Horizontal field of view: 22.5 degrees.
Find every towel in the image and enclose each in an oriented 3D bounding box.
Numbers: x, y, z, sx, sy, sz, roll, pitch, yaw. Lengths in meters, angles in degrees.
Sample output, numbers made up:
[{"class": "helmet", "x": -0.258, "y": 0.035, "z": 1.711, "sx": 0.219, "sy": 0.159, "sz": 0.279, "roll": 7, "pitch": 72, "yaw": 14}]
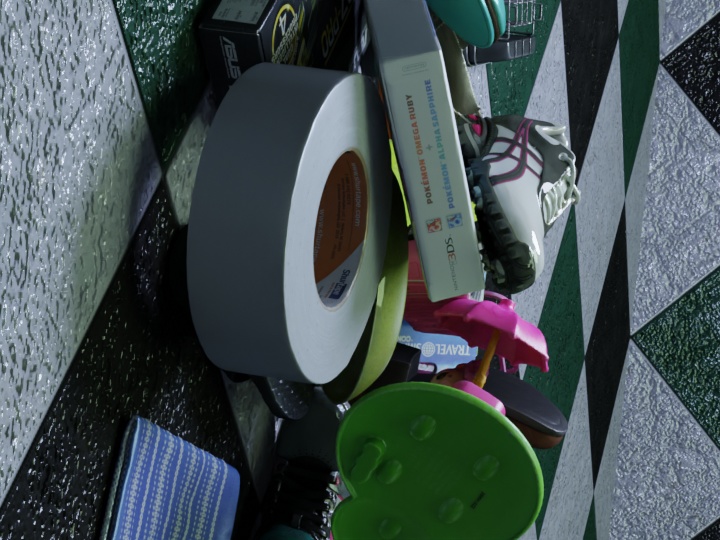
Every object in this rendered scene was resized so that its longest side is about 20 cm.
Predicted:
[{"class": "towel", "x": -0.124, "y": 0.183, "z": 1.187, "sx": 0.200, "sy": 0.024, "sz": 0.145, "roll": 48, "pitch": 50, "yaw": -69}]

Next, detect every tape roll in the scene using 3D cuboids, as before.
[{"class": "tape roll", "x": -0.041, "y": -0.030, "z": 1.158, "sx": 0.200, "sy": 0.066, "sz": 0.201, "roll": 9, "pitch": 90, "yaw": -71}]

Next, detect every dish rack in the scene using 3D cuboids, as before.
[{"class": "dish rack", "x": 0.153, "y": -0.314, "z": 1.884, "sx": 0.153, "sy": 0.054, "sz": 0.201, "roll": -31, "pitch": 124, "yaw": -72}]

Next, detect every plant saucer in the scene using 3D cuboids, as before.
[{"class": "plant saucer", "x": 0.000, "y": 0.000, "z": 1.344, "sx": 0.200, "sy": 0.031, "sz": 0.201, "roll": -176, "pitch": -90, "yaw": -75}]

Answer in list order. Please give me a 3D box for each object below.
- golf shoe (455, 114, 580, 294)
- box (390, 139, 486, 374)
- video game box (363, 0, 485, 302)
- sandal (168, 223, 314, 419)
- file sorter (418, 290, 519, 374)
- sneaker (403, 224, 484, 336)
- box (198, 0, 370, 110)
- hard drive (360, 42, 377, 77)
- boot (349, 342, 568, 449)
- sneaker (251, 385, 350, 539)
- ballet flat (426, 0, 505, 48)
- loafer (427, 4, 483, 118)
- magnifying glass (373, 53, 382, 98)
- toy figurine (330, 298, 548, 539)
[{"class": "golf shoe", "x": 0.116, "y": -0.058, "z": 1.282, "sx": 0.200, "sy": 0.088, "sz": 0.077, "roll": -98, "pitch": 179, "yaw": -56}, {"class": "box", "x": 0.045, "y": -0.007, "z": 1.519, "sx": 0.048, "sy": 0.122, "sz": 0.201, "roll": -163, "pitch": -102, "yaw": -65}, {"class": "video game box", "x": 0.040, "y": -0.106, "z": 1.261, "sx": 0.200, "sy": 0.047, "sz": 0.183, "roll": -100, "pitch": 179, "yaw": -60}, {"class": "sandal", "x": -0.084, "y": 0.033, "z": 1.239, "sx": 0.201, "sy": 0.048, "sz": 0.075, "roll": 56, "pitch": 43, "yaw": -47}, {"class": "file sorter", "x": 0.061, "y": 0.125, "z": 1.612, "sx": 0.139, "sy": 0.125, "sz": 0.200, "roll": 76, "pitch": 26, "yaw": -51}, {"class": "sneaker", "x": 0.058, "y": -0.009, "z": 1.417, "sx": 0.200, "sy": 0.074, "sz": 0.088, "roll": 50, "pitch": 42, "yaw": -70}, {"class": "box", "x": -0.047, "y": -0.167, "z": 1.264, "sx": 0.161, "sy": 0.049, "sz": 0.200, "roll": 84, "pitch": 21, "yaw": -45}, {"class": "hard drive", "x": 0.010, "y": -0.266, "z": 1.447, "sx": 0.200, "sy": 0.033, "sz": 0.140, "roll": 66, "pitch": 34, "yaw": -60}, {"class": "boot", "x": 0.060, "y": 0.174, "z": 1.464, "sx": 0.068, "sy": 0.188, "sz": 0.201, "roll": -47, "pitch": 149, "yaw": -70}, {"class": "sneaker", "x": -0.049, "y": 0.191, "z": 1.353, "sx": 0.121, "sy": 0.083, "sz": 0.201, "roll": -28, "pitch": 125, "yaw": -82}, {"class": "ballet flat", "x": 0.056, "y": -0.254, "z": 1.346, "sx": 0.200, "sy": 0.067, "sz": 0.070, "roll": 45, "pitch": 64, "yaw": -30}, {"class": "loafer", "x": 0.065, "y": -0.204, "z": 1.437, "sx": 0.075, "sy": 0.069, "sz": 0.201, "roll": -87, "pitch": 174, "yaw": -71}, {"class": "magnifying glass", "x": 0.021, "y": -0.166, "z": 1.425, "sx": 0.200, "sy": 0.022, "sz": 0.080, "roll": 80, "pitch": 9, "yaw": -63}, {"class": "toy figurine", "x": 0.071, "y": 0.107, "z": 1.331, "sx": 0.200, "sy": 0.150, "sz": 0.184, "roll": -58, "pitch": -179, "yaw": 39}]
